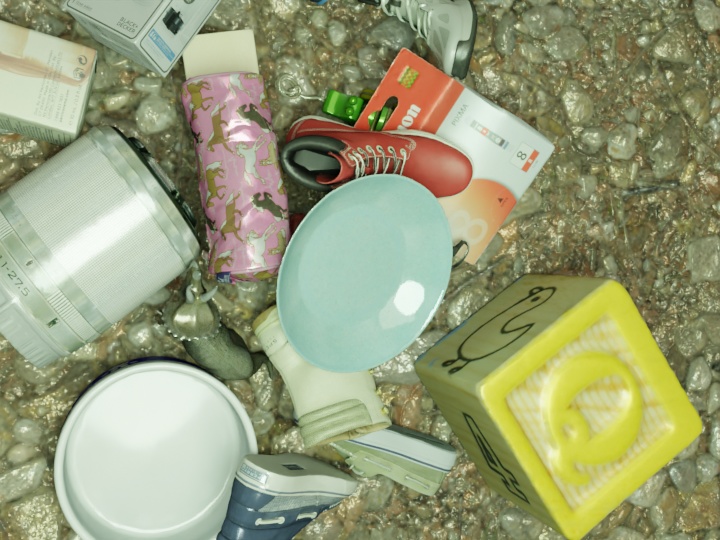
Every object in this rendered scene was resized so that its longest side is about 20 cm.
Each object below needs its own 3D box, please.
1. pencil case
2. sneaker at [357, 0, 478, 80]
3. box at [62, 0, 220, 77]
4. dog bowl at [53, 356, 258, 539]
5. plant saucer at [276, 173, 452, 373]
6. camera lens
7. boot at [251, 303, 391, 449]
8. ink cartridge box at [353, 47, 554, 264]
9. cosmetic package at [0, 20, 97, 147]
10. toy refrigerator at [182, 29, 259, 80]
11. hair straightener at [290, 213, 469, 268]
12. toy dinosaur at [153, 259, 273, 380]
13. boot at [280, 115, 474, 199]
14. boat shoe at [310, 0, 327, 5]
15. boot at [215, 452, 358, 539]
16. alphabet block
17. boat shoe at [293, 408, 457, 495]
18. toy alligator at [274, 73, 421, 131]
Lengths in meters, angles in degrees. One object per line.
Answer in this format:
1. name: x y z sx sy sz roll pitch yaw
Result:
1. pencil case: -0.118 -0.089 0.871 0.086 0.083 0.203 -8 88 -25
2. sneaker: 0.053 -0.268 0.958 0.114 0.202 0.076 3 132 -10
3. box: -0.187 -0.305 0.904 0.116 0.060 0.201 29 81 27
4. dog bowl: -0.208 0.190 0.929 0.198 0.079 0.203 0 91 -17
5. plant saucer: 0.000 0.000 0.885 0.199 0.039 0.203 -13 117 -28
6. camera lens: -0.265 -0.026 0.866 0.199 0.160 0.161 -38 101 -11
7. boot: 0.001 0.091 0.954 0.198 0.072 0.156 -16 70 -29
8. ink cartridge box: 0.088 -0.118 0.978 0.199 0.050 0.163 25 108 -27
9. cosmetic package: -0.359 -0.189 0.866 0.198 0.103 0.088 14 86 -17
10. toy refrigerator: -0.136 -0.140 0.950 0.075 0.070 0.203 -9 93 -9
11. hair straightener: 0.019 -0.025 0.996 0.197 0.077 0.041 3 68 -2
12. toy dinosaur: -0.150 0.072 0.920 0.077 0.102 0.201 -33 127 -6
13. boot: 0.021 -0.099 0.897 0.198 0.144 0.073 10 107 -4
14. boat shoe: -0.036 -0.382 0.971 0.068 0.084 0.202 24 70 -34
15. boot: -0.076 0.242 0.932 0.200 0.072 0.091 25 87 -58
16. alphabet block: 0.205 0.135 0.984 0.195 0.200 0.197 -37 100 -12
17. boat shoe: 0.014 0.197 0.999 0.198 0.072 0.063 22 91 -16
18. toy alligator: 0.002 -0.170 0.994 0.198 0.054 0.060 21 85 -16
